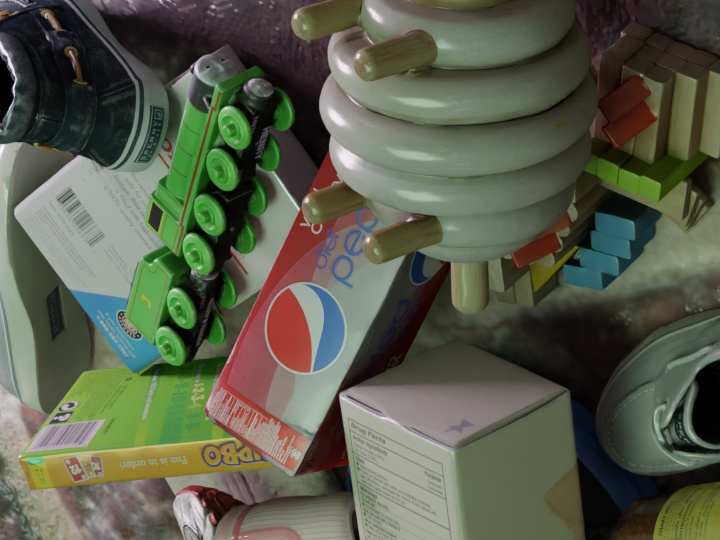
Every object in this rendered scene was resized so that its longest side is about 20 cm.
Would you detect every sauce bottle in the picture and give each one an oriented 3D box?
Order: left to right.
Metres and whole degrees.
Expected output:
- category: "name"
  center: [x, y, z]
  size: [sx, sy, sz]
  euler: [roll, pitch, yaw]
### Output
- category: "sauce bottle"
  center: [0.166, 0.132, 1.354]
  size: [0.200, 0.066, 0.066]
  euler: [-10, 112, 50]

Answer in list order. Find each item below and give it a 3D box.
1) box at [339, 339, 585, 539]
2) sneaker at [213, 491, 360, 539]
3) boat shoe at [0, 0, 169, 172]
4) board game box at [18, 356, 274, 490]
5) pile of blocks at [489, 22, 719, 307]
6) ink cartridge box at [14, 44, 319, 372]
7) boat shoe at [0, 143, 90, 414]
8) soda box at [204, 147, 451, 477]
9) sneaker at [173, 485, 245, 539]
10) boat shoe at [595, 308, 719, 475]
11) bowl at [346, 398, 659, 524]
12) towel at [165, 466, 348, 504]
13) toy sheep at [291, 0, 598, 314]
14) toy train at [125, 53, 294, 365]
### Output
- category: "box"
  center: [0.056, 0.146, 1.389]
  size: [0.095, 0.078, 0.201]
  euler: [25, 130, 48]
- category: "sneaker"
  center: [0.013, 0.199, 1.525]
  size: [0.104, 0.075, 0.200]
  euler: [-19, 116, 31]
- category: "boat shoe"
  center: [-0.179, -0.111, 1.473]
  size: [0.200, 0.091, 0.071]
  euler: [36, 111, 54]
- category: "board game box"
  center: [-0.077, 0.077, 1.518]
  size: [0.199, 0.096, 0.030]
  euler: [-9, 114, 24]
- category: "pile of blocks"
  center: [0.110, -0.029, 1.343]
  size: [0.082, 0.062, 0.200]
  euler: [43, 139, 9]
- category: "ink cartridge box"
  center: [-0.086, -0.038, 1.508]
  size: [0.116, 0.067, 0.200]
  euler: [54, 139, -3]
- category: "boat shoe"
  center: [-0.204, -0.004, 1.636]
  size: [0.071, 0.070, 0.201]
  euler: [22, 134, 25]
- category: "soda box"
  center: [0.000, 0.000, 1.393]
  size: [0.063, 0.070, 0.200]
  euler: [32, 105, 20]
- category: "sneaker"
  center: [-0.071, 0.217, 1.576]
  size: [0.082, 0.078, 0.201]
  euler: [-22, 78, 19]
- category: "boat shoe"
  center: [0.173, 0.062, 1.347]
  size: [0.200, 0.068, 0.072]
  euler: [-23, 102, 48]
- category: "bowl"
  center: [0.084, 0.140, 1.507]
  size: [0.200, 0.039, 0.201]
  euler: [23, 132, 28]
- category: "towel"
  center: [-0.044, 0.140, 1.626]
  size: [0.132, 0.034, 0.200]
  euler: [-15, 107, 45]
- category: "toy sheep"
  center: [0.042, -0.070, 1.264]
  size: [0.138, 0.138, 0.200]
  euler: [21, 127, 30]
- category: "toy train"
  center: [-0.080, -0.031, 1.429]
  size: [0.056, 0.042, 0.200]
  euler: [44, 139, 24]
